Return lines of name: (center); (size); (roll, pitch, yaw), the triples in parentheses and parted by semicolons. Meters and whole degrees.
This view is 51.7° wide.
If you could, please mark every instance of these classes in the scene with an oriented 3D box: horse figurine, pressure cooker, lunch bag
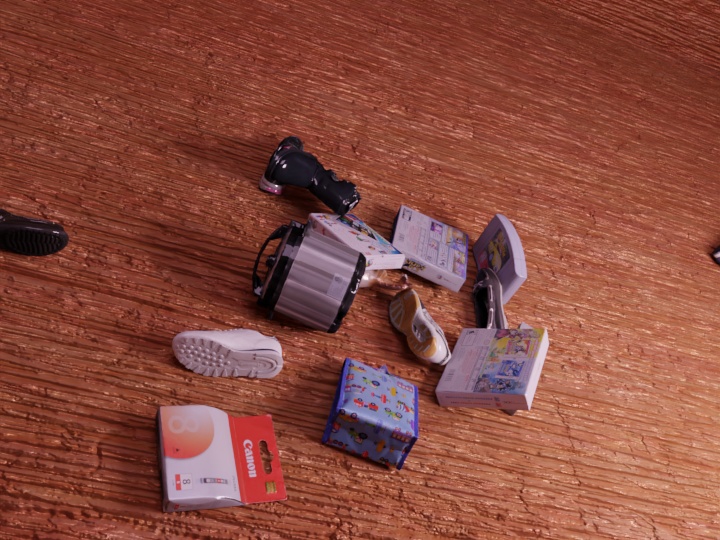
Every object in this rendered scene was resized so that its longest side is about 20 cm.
horse figurine: (0.000, 0.000, 1.571); (0.198, 0.050, 0.133); (8, 33, -20)
pressure cooker: (-0.105, 0.008, 1.428); (0.198, 0.179, 0.177); (23, 45, -7)
lunch bag: (0.028, 0.237, 1.351); (0.149, 0.095, 0.201); (21, 33, -4)

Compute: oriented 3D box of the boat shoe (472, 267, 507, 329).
boat shoe: (0.279, 0.069, 1.651); (0.056, 0.067, 0.201); (13, 48, -22)

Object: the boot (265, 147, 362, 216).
boot: (-0.095, -0.190, 1.621); (0.168, 0.077, 0.200); (39, 20, 15)

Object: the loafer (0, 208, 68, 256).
loafer: (-0.622, -0.079, 1.320); (0.198, 0.073, 0.072); (7, 48, -21)

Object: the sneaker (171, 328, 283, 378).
sneaker: (-0.237, 0.138, 1.322); (0.198, 0.077, 0.081); (14, 32, -22)

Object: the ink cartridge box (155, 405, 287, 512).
ink cartridge box: (-0.220, 0.294, 1.185); (0.198, 0.050, 0.163); (1, 49, -23)

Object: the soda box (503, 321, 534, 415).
soda box: (0.327, 0.201, 1.546); (0.063, 0.069, 0.200); (30, 43, 3)

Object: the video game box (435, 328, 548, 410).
video game box: (0.264, 0.190, 1.466); (0.181, 0.047, 0.200); (-5, 32, 30)

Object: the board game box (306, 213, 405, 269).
board game box: (-0.012, -0.065, 1.598); (0.125, 0.035, 0.200); (-2, 31, -40)

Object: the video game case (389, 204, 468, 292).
video game case: (0.156, -0.053, 1.703); (0.180, 0.046, 0.201); (23, 34, -4)

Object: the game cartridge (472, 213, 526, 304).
game cartridge: (0.322, -0.030, 1.720); (0.041, 0.133, 0.201); (14, 43, -25)

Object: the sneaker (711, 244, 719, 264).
sneaker: (1.117, -0.053, 2.219); (0.199, 0.070, 0.082); (-27, 81, -39)

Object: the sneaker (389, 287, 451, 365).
sneaker: (0.123, 0.120, 1.530); (0.087, 0.076, 0.201); (36, 21, -38)

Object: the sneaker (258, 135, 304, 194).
sneaker: (-0.168, -0.261, 1.725); (0.080, 0.087, 0.201); (22, 42, -8)
